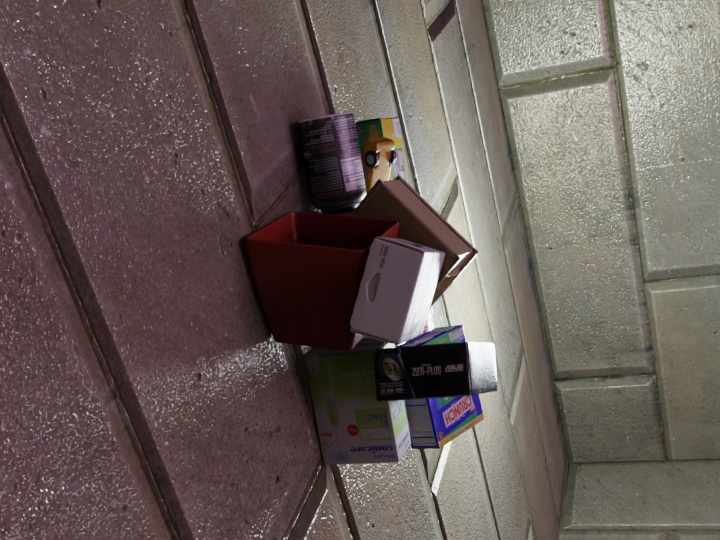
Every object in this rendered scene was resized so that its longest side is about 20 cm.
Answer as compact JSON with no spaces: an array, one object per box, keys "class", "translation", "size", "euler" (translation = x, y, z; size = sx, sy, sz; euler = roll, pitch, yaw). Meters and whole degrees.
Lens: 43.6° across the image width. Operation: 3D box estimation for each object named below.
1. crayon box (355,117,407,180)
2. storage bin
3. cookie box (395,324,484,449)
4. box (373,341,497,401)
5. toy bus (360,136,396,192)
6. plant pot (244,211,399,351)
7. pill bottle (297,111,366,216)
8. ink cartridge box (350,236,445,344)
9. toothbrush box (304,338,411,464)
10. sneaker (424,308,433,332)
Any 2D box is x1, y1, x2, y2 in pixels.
[{"class":"crayon box","translation":[0.049,-0.206,1.829],"size":[0.119,0.057,0.203],"euler":[-26,109,-68]},{"class":"storage bin","translation":[0.061,-0.024,1.568],"size":[0.200,0.199,0.093],"euler":[45,21,13]},{"class":"cookie box","translation":[0.154,0.229,1.787],"size":[0.170,0.075,0.203],"euler":[-20,98,-49]},{"class":"box","translation":[0.130,0.169,1.520],"size":[0.200,0.162,0.088],"euler":[13,73,-68]},{"class":"toy bus","translation":[0.009,-0.155,1.709],"size":[0.065,0.078,0.203],"euler":[-17,123,-50]},{"class":"plant pot","translation":[-0.058,0.020,1.454],"size":[0.200,0.197,0.179],"euler":[-39,132,-66]},{"class":"pill bottle","translation":[-0.047,-0.180,1.634],"size":[0.106,0.105,0.203],"euler":[-32,114,-67]},{"class":"ink cartridge box","translation":[0.061,0.030,1.400],"size":[0.200,0.082,0.149],"euler":[-5,111,-76]},{"class":"toothbrush box","translation":[-0.003,0.229,1.581],"size":[0.086,0.144,0.203],"euler":[-37,120,-67]},{"class":"sneaker","translation":[0.132,0.143,2.072],"size":[0.113,0.070,0.202],"euler":[-75,153,-51]}]
